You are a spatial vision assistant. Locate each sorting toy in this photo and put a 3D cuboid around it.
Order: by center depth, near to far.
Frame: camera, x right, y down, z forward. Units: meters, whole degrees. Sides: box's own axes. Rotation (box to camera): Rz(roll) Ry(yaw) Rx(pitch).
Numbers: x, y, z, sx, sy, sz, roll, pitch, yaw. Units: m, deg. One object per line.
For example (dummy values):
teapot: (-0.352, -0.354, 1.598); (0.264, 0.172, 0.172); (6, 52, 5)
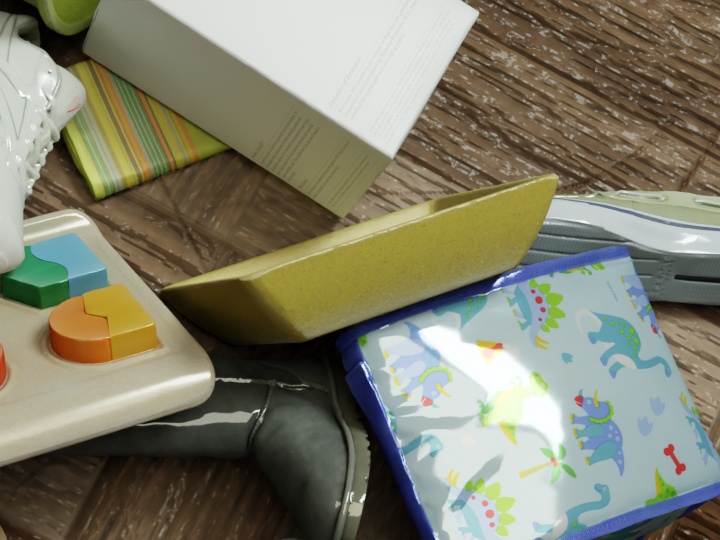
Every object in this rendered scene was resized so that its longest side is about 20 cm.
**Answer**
sorting toy: (-0.203, 0.032, 1.207); (0.184, 0.037, 0.200); (-16, 37, -23)

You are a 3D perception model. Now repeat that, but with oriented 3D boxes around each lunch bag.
lunch bag: (0.093, 0.094, 1.249); (0.199, 0.127, 0.171); (-12, 70, -41)

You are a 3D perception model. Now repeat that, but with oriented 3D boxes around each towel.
towel: (-0.099, -0.115, 1.360); (0.199, 0.018, 0.086); (-21, 81, -21)

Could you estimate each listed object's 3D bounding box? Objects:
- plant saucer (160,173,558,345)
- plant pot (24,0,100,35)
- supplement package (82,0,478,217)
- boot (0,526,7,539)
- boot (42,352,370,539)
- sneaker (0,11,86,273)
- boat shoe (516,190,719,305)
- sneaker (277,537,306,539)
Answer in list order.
plant saucer: (0.000, 0.000, 1.251); (0.199, 0.200, 0.049); (-19, 94, -19)
plant pot: (-0.230, -0.272, 1.307); (0.183, 0.201, 0.201); (22, 66, 7)
supplement package: (-0.052, -0.148, 1.309); (0.200, 0.121, 0.120); (33, 68, -5)
boot: (-0.274, 0.149, 1.186); (0.154, 0.077, 0.201); (-4, 76, -10)
boot: (-0.101, 0.095, 1.215); (0.199, 0.073, 0.182); (10, 24, -14)
sneaker: (-0.210, -0.088, 1.266); (0.099, 0.078, 0.201); (-8, 57, -11)
boat shoe: (0.171, -0.020, 1.367); (0.199, 0.072, 0.062); (8, 43, -14)
sneaker: (0.017, 0.220, 1.224); (0.200, 0.079, 0.074); (30, 64, -2)
